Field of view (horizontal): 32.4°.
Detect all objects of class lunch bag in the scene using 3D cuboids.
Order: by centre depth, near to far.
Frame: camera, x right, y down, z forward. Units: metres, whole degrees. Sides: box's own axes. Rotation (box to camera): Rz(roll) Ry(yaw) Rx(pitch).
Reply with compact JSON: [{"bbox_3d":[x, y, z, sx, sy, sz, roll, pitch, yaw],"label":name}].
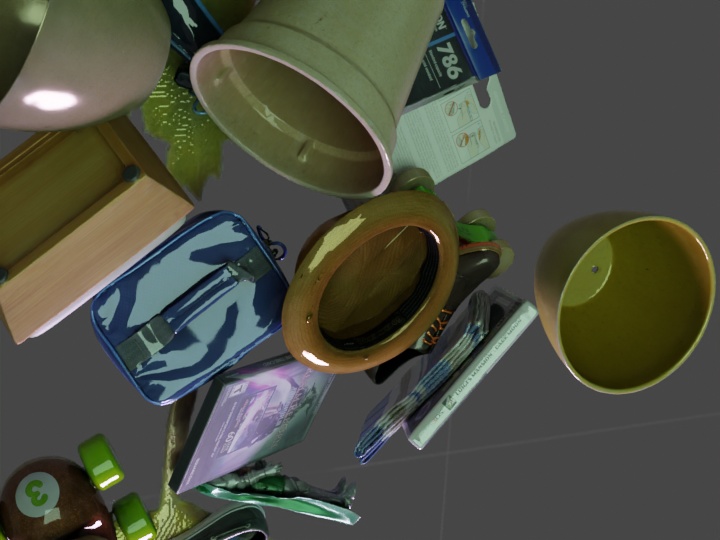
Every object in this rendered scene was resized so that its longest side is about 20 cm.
[{"bbox_3d":[-0.157,0.030,1.198,0.199,0.132,0.137,-36,101,-7],"label":"lunch bag"}]

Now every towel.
[{"bbox_3d":[0.067,0.108,1.317,0.024,0.147,0.200,41,106,-3],"label":"towel"}]

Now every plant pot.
[{"bbox_3d":[-0.241,-0.204,1.063,0.133,0.200,0.203,17,103,-35],"label":"plant pot"},{"bbox_3d":[-0.020,-0.198,1.094,0.200,0.199,0.185,43,66,-29],"label":"plant pot"},{"bbox_3d":[0.272,0.016,1.381,0.197,0.142,0.203,-7,112,-19],"label":"plant pot"}]

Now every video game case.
[{"bbox_3d":[-0.100,0.144,1.269,0.199,0.019,0.144,-14,137,-51],"label":"video game case"},{"bbox_3d":[0.106,0.096,1.317,0.023,0.200,0.182,40,91,-5],"label":"video game case"}]

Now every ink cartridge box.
[{"bbox_3d":[0.038,-0.206,1.206,0.198,0.039,0.101,-25,88,-12],"label":"ink cartridge box"},{"bbox_3d":[0.049,-0.166,1.281,0.199,0.050,0.164,-31,118,-15],"label":"ink cartridge box"}]

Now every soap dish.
[{"bbox_3d":[-0.271,-0.054,1.122,0.199,0.158,0.081,-38,146,-4],"label":"soap dish"}]

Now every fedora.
[{"bbox_3d":[0.000,0.000,1.172,0.198,0.082,0.203,-19,130,-24],"label":"fedora"}]

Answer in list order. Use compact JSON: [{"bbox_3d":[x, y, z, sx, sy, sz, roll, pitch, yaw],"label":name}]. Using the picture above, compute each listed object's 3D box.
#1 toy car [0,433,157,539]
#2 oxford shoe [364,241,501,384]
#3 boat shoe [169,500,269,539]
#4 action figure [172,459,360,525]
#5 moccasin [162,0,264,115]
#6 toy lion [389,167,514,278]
[{"bbox_3d":[-0.284,0.288,1.221,0.163,0.200,0.159,-29,118,-10],"label":"toy car"},{"bbox_3d":[0.075,0.045,1.280,0.071,0.073,0.200,18,131,-44],"label":"oxford shoe"},{"bbox_3d":[-0.182,0.331,1.355,0.199,0.066,0.070,-33,118,-8],"label":"boat shoe"},{"bbox_3d":[-0.106,0.232,1.342,0.197,0.118,0.056,11,82,-17],"label":"action figure"},{"bbox_3d":[-0.151,-0.199,1.174,0.068,0.080,0.201,-37,105,0],"label":"moccasin"},{"bbox_3d":[0.039,-0.004,1.304,0.191,0.069,0.199,-43,142,18],"label":"toy lion"}]
